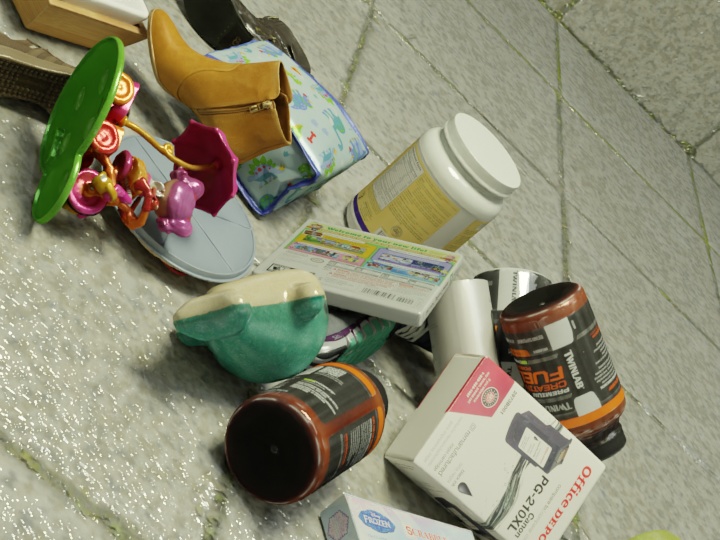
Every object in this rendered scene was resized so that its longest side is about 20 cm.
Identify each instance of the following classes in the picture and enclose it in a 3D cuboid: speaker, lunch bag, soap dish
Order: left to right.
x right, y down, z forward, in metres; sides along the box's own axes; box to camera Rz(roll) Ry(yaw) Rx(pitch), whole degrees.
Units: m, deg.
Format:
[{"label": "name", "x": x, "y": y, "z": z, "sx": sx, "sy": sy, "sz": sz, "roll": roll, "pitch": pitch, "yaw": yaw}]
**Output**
[{"label": "soap dish", "x": -0.342, "y": -0.345, "z": 1.593, "sx": 0.157, "sy": 0.081, "sz": 0.201, "roll": 9, "pitch": 46, "yaw": -55}, {"label": "lunch bag", "x": -0.108, "y": -0.185, "z": 1.704, "sx": 0.201, "sy": 0.127, "sz": 0.170, "roll": 59, "pitch": 25, "yaw": -2}, {"label": "speaker", "x": 0.125, "y": 0.113, "z": 1.642, "sx": 0.081, "sy": 0.081, "sz": 0.202, "roll": 9, "pitch": 69, "yaw": -55}]

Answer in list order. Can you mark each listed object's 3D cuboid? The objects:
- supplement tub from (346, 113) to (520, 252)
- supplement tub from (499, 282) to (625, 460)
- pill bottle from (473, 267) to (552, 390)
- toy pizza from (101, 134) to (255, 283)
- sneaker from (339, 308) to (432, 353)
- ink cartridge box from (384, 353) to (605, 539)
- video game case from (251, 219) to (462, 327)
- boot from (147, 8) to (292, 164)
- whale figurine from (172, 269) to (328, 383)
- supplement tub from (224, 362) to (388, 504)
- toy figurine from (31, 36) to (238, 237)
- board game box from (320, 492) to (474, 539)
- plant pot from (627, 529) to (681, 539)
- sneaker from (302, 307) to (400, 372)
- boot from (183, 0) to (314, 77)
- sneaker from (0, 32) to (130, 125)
[{"label": "supplement tub", "x": 0.095, "y": -0.094, "z": 1.822, "sx": 0.145, "sy": 0.200, "sz": 0.146, "roll": 38, "pitch": 27, "yaw": -23}, {"label": "supplement tub", "x": 0.245, "y": 0.123, "z": 1.638, "sx": 0.201, "sy": 0.106, "sz": 0.107, "roll": 67, "pitch": 23, "yaw": -10}, {"label": "pill bottle", "x": 0.184, "y": 0.106, "z": 1.743, "sx": 0.106, "sy": 0.106, "sz": 0.202, "roll": 25, "pitch": 62, "yaw": -41}, {"label": "toy pizza", "x": -0.196, "y": -0.062, "z": 1.491, "sx": 0.200, "sy": 0.032, "sz": 0.201, "roll": 34, "pitch": 30, "yaw": -23}, {"label": "sneaker", "x": 0.046, "y": 0.054, "z": 1.688, "sx": 0.200, "sy": 0.070, "sz": 0.109, "roll": 42, "pitch": 24, "yaw": -9}, {"label": "ink cartridge box", "x": 0.150, "y": 0.210, "z": 1.539, "sx": 0.200, "sy": 0.145, "sz": 0.084, "roll": 42, "pitch": -16, "yaw": -17}, {"label": "video game case", "x": 0.000, "y": 0.000, "z": 1.597, "sx": 0.199, "sy": 0.022, "sz": 0.182, "roll": 13, "pitch": 25, "yaw": 15}, {"label": "boot", "x": -0.154, "y": -0.220, "z": 1.589, "sx": 0.071, "sy": 0.143, "sz": 0.203, "roll": -7, "pitch": 80, "yaw": -71}, {"label": "whale figurine", "x": -0.104, "y": 0.059, "z": 1.350, "sx": 0.200, "sy": 0.158, "sz": 0.105, "roll": 3, "pitch": 73, "yaw": -74}, {"label": "supplement tub", "x": -0.042, "y": 0.151, "z": 1.360, "sx": 0.107, "sy": 0.107, "sz": 0.200, "roll": 53, "pitch": 25, "yaw": 9}, {"label": "toy figurine", "x": -0.207, "y": -0.100, "z": 1.378, "sx": 0.183, "sy": 0.150, "sz": 0.201, "roll": 27, "pitch": 60, "yaw": -29}, {"label": "board game box", "x": 0.064, "y": 0.329, "z": 1.361, "sx": 0.199, "sy": 0.041, "sz": 0.200, "roll": 25, "pitch": 34, "yaw": -41}, {"label": "plant pot", "x": 0.358, "y": 0.407, "z": 1.597, "sx": 0.200, "sy": 0.201, "sz": 0.185, "roll": 26, "pitch": 21, "yaw": -41}, {"label": "sneaker", "x": -0.027, "y": 0.058, "z": 1.562, "sx": 0.088, "sy": 0.074, "sz": 0.200, "roll": 50, "pitch": 25, "yaw": 14}, {"label": "boot", "x": -0.152, "y": -0.333, "z": 1.925, "sx": 0.201, "sy": 0.069, "sz": 0.174, "roll": 57, "pitch": 22, "yaw": -2}, {"label": "sneaker", "x": -0.323, "y": -0.204, "z": 1.440, "sx": 0.199, "sy": 0.070, "sz": 0.076, "roll": 22, "pitch": 31, "yaw": -47}]
